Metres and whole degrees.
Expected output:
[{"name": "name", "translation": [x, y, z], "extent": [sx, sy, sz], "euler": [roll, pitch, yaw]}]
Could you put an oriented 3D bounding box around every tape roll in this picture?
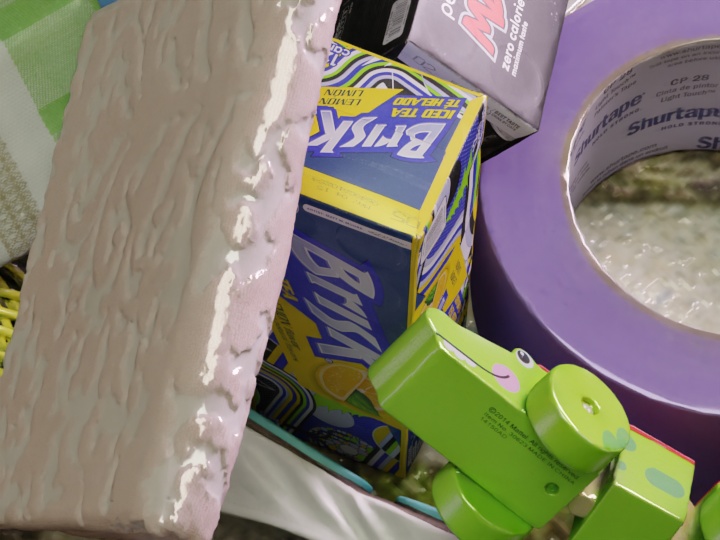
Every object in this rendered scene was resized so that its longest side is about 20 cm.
[{"name": "tape roll", "translation": [0.144, -0.013, 1.044], "extent": [0.199, 0.085, 0.201], "euler": [0, 62, -1]}]

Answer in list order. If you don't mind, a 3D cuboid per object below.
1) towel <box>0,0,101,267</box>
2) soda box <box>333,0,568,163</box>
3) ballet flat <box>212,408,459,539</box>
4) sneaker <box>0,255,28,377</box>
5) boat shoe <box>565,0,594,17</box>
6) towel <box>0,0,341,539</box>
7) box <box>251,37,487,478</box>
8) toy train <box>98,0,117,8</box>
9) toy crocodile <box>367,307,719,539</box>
[{"name": "towel", "translation": [-0.186, -0.057, 0.974], "extent": [0.200, 0.031, 0.150], "euler": [-28, 101, -12]}, {"name": "soda box", "translation": [0.044, -0.135, 1.035], "extent": [0.071, 0.063, 0.201], "euler": [32, 53, -24]}, {"name": "ballet flat", "translation": [0.000, 0.107, 0.994], "extent": [0.199, 0.070, 0.070], "euler": [25, 64, 17]}, {"name": "sneaker", "translation": [-0.146, 0.041, 1.001], "extent": [0.074, 0.085, 0.200], "euler": [31, 68, -15]}, {"name": "boat shoe", "translation": [0.078, -0.120, 1.115], "extent": [0.075, 0.062, 0.200], "euler": [40, 65, 22]}, {"name": "towel", "translation": [-0.069, -0.007, 0.880], "extent": [0.032, 0.191, 0.201], "euler": [17, 78, -23]}, {"name": "box", "translation": [0.000, 0.000, 0.968], "extent": [0.070, 0.200, 0.064], "euler": [21, 63, 10]}, {"name": "toy train", "translation": [-0.083, -0.166, 1.062], "extent": [0.114, 0.087, 0.201], "euler": [-9, 69, 1]}, {"name": "toy crocodile", "translation": [0.091, 0.080, 0.935], "extent": [0.200, 0.068, 0.062], "euler": [33, 32, -9]}]
